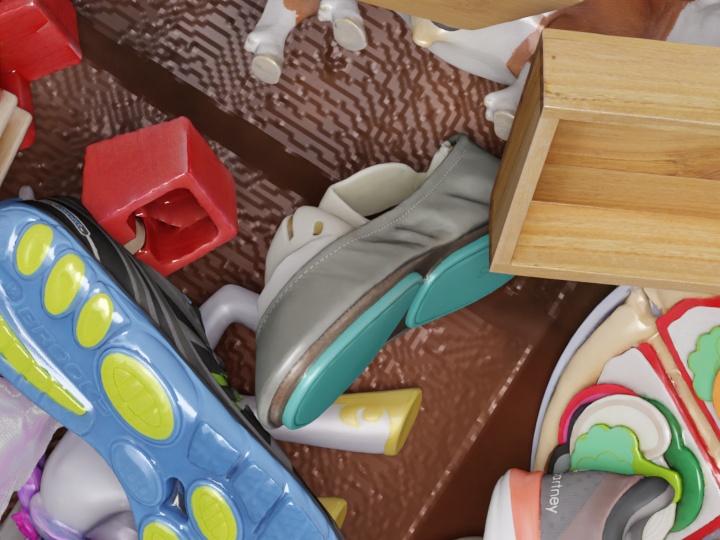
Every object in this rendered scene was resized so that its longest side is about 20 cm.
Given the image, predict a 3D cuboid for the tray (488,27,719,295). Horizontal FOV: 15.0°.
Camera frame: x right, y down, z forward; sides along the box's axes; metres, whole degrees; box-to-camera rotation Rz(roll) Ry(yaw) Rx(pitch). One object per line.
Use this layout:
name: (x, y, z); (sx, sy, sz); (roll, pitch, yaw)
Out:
tray: (0.150, -0.030, 0.920); (0.198, 0.099, 0.037); (6, 57, -5)

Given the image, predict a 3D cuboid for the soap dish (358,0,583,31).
soap dish: (-0.004, -0.183, 0.941); (0.156, 0.201, 0.081); (13, 146, -22)

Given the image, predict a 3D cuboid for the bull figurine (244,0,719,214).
bull figurine: (0.057, -0.090, 0.999); (0.199, 0.122, 0.065); (26, 142, 15)

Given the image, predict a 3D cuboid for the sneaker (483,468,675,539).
sneaker: (0.097, 0.167, 0.976); (0.081, 0.077, 0.202); (-10, 86, 13)

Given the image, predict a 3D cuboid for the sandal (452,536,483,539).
sandal: (0.022, 0.172, 0.997); (0.080, 0.201, 0.054); (20, 143, 6)

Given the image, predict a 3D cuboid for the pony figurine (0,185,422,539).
pony figurine: (-0.101, 0.076, 1.039); (0.199, 0.167, 0.194); (22, 69, 12)

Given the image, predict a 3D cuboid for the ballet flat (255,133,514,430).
ballet flat: (0.000, 0.000, 0.974); (0.064, 0.200, 0.068); (39, 122, 13)

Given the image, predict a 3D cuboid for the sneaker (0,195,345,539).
sneaker: (-0.061, 0.053, 0.946); (0.071, 0.083, 0.200); (-34, 97, 22)

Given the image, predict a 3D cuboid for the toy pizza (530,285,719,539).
toy pizza: (0.144, 0.090, 0.999); (0.199, 0.032, 0.202); (5, 100, 33)

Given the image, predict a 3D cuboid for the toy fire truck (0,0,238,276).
toy fire truck: (-0.151, -0.045, 1.033); (0.199, 0.049, 0.142); (-19, 57, 13)
